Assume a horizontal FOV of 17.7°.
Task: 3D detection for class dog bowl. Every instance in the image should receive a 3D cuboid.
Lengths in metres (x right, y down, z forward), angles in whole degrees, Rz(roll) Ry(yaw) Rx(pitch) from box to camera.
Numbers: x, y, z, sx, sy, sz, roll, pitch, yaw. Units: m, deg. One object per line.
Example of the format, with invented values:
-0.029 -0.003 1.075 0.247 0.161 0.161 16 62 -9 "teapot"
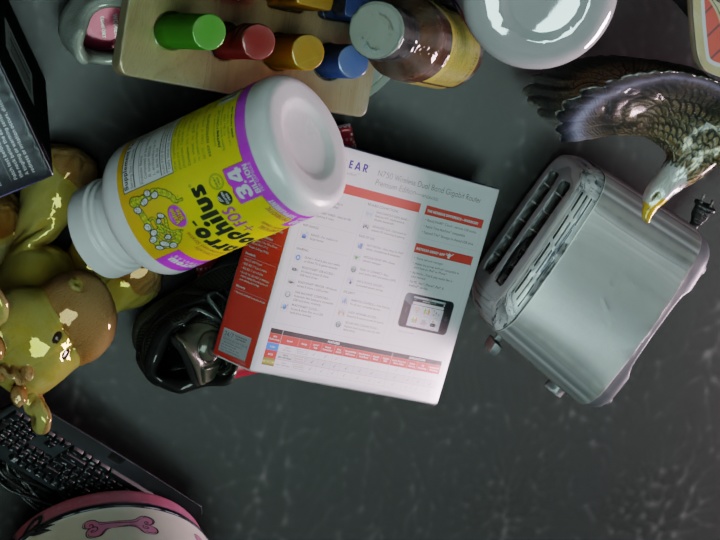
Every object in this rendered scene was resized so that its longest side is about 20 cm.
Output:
-0.205 0.257 1.870 0.199 0.074 0.201 -8 138 -7 "dog bowl"

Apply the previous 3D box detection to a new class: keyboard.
-0.229 0.177 1.855 0.104 0.040 0.200 -29 129 35 "keyboard"

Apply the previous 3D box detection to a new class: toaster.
0.182 -0.002 1.832 0.129 0.114 0.200 33 98 -18 "toaster"

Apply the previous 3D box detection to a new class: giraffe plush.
-0.243 0.025 1.745 0.200 0.162 0.172 -45 113 10 "giraffe plush"

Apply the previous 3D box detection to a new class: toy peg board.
-0.056 -0.222 1.655 0.198 0.098 0.201 9 92 -25 "toy peg board"

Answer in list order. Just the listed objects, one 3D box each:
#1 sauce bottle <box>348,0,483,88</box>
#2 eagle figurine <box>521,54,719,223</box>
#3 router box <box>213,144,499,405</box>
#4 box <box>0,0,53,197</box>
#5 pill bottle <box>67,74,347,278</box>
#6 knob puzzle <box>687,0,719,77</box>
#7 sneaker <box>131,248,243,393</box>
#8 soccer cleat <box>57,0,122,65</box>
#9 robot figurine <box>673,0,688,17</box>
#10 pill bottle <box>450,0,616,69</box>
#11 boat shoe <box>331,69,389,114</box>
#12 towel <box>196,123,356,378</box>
0.039 -0.166 1.657 0.064 0.200 0.065 0 91 14 "sauce bottle"
0.238 -0.109 1.751 0.200 0.151 0.152 36 139 -10 "eagle figurine"
0.000 0.000 1.771 0.199 0.049 0.180 14 94 -41 "router box"
-0.333 -0.114 1.652 0.198 0.200 0.124 -22 115 1 "box"
-0.115 -0.060 1.671 0.199 0.104 0.104 -22 118 31 "pill bottle"
0.320 -0.215 1.673 0.219 0.030 0.221 -5 106 -19 "knob puzzle"
-0.091 0.025 1.779 0.199 0.114 0.076 -36 113 7 "sneaker"
-0.125 -0.182 1.718 0.199 0.086 0.070 -9 114 -6 "soccer cleat"
0.300 -0.248 1.743 0.125 0.151 0.200 -35 116 25 "robot figurine"
0.112 -0.226 1.676 0.112 0.200 0.113 -3 114 -8 "pill bottle"
-0.046 -0.142 1.763 0.200 0.060 0.076 -37 109 -8 "boat shoe"
-0.060 -0.013 1.838 0.144 0.023 0.201 -11 113 -3 "towel"
